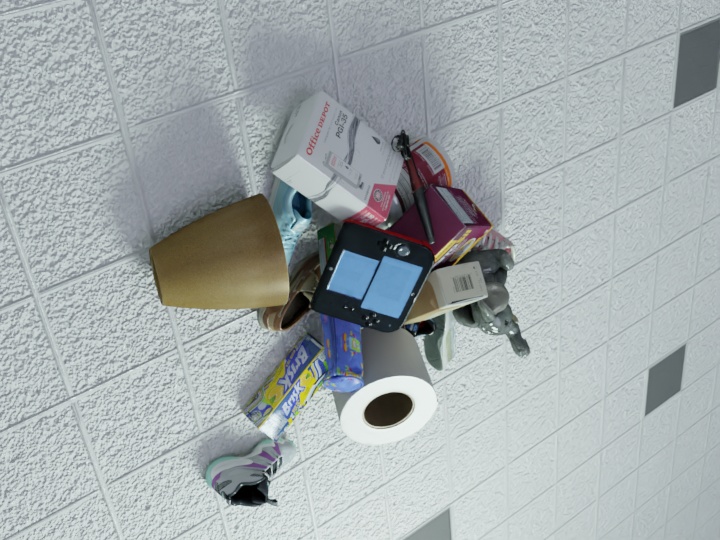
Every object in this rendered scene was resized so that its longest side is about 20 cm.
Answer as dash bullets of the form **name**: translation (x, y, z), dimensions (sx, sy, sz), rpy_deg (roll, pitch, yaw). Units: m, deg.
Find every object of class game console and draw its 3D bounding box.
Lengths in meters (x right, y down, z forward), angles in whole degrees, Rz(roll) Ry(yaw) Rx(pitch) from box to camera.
- **game console**: translation (0.022, 0.015, 1.469), dimensions (0.174, 0.031, 0.202), rpy_deg (14, 124, -16)

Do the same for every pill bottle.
- **pill bottle**: translation (0.073, -0.154, 1.579), dimensions (0.199, 0.114, 0.115), rpy_deg (-35, 129, -21)

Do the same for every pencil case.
- **pencil case**: translation (-0.038, 0.124, 1.576), dimensions (0.087, 0.077, 0.203), rpy_deg (30, 49, -53)

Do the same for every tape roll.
- **tape roll**: translation (0.040, 0.229, 1.676), dimensions (0.199, 0.140, 0.205), rpy_deg (-9, 132, -10)

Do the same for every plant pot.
- **plant pot**: translation (-0.236, -0.014, 1.367), dimensions (0.197, 0.187, 0.189), rpy_deg (-13, 120, -18)

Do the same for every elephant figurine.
- **elephant figurine**: translation (0.257, 0.065, 1.694), dimensions (0.142, 0.152, 0.203), rpy_deg (58, 30, -62)

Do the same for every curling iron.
- **curling iron**: translation (0.093, -0.143, 1.455), dimensions (0.049, 0.025, 0.203), rpy_deg (-31, 107, -57)

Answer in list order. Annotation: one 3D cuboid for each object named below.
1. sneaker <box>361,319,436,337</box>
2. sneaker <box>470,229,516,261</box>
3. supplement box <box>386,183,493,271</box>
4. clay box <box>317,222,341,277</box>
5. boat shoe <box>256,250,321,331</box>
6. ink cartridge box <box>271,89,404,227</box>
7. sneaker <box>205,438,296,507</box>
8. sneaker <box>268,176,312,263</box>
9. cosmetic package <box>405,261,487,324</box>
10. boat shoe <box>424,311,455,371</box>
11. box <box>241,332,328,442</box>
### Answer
- **sneaker**: translation (0.081, 0.098, 1.726), dimensions (0.198, 0.090, 0.080), rpy_deg (5, 108, -40)
- **sneaker**: translation (0.263, -0.064, 1.788), dimensions (0.199, 0.104, 0.076), rpy_deg (32, 92, -43)
- **supplement box**: translation (0.151, -0.077, 1.569), dimensions (0.131, 0.104, 0.199), rpy_deg (-44, 165, 20)
- **clay box**: translation (0.000, 0.000, 1.589), dimensions (0.047, 0.117, 0.199), rpy_deg (-23, 149, 30)
- **boat shoe**: translation (-0.102, 0.043, 1.553), dimensions (0.200, 0.071, 0.076), rpy_deg (-48, 134, -22)
- **ink cartridge box**: translation (-0.035, -0.181, 1.423), dimensions (0.199, 0.082, 0.148), rpy_deg (34, 57, -26)
- **sneaker**: translation (-0.185, 0.404, 1.622), dimensions (0.198, 0.139, 0.079), rpy_deg (-17, 121, -32)
- **sneaker**: translation (-0.125, -0.083, 1.472), dimensions (0.073, 0.082, 0.203), rpy_deg (-5, 114, -36)
- **cosmetic package**: translation (0.146, 0.047, 1.625), dimensions (0.104, 0.200, 0.072), rpy_deg (-11, 81, -27)
- **boat shoe**: translation (0.180, 0.128, 1.839), dimensions (0.064, 0.074, 0.205), rpy_deg (-30, 132, -31)
- **box**: translation (-0.133, 0.224, 1.625), dimensions (0.201, 0.070, 0.064), rpy_deg (-50, 134, -8)
